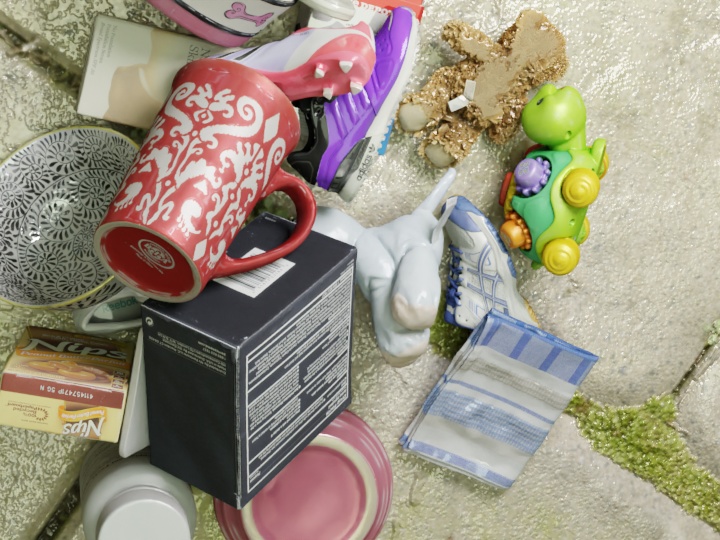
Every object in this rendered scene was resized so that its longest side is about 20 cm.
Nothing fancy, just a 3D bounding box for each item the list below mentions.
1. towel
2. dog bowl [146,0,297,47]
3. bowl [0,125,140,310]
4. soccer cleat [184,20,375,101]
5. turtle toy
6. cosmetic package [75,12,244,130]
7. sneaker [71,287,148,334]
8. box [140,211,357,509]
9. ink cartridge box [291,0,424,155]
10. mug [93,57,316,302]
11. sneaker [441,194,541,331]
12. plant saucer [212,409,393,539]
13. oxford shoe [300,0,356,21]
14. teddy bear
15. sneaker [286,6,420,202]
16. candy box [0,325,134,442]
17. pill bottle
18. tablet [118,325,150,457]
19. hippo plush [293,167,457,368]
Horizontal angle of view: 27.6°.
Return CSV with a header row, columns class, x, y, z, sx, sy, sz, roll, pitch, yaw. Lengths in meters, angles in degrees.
class,x,y,z,sx,sy,sz,roll,pitch,yaw
towel,0.150,0.145,1.596,0.146,0.024,0.200,24,115,-16
dog bowl,-0.159,-0.295,1.405,0.200,0.200,0.074,35,112,-15
bowl,-0.279,-0.034,1.454,0.200,0.201,0.094,-36,148,-4
soccer cleat,-0.080,-0.197,1.414,0.199,0.077,0.067,-5,135,19
turtle toy,0.202,-0.095,1.539,0.101,0.146,0.201,16,110,9
cosmetic package,-0.179,-0.186,1.476,0.199,0.071,0.106,11,98,-13
sneaker,-0.198,0.021,1.501,0.199,0.088,0.076,-25,103,-7
box,-0.106,0.085,1.427,0.200,0.123,0.199,-40,142,-45
ink cartridge box,-0.010,-0.231,1.506,0.116,0.067,0.201,14,97,-14
mug,-0.134,-0.072,1.345,0.177,0.134,0.200,22,54,5
sneaker,0.123,0.019,1.575,0.088,0.075,0.201,-28,104,-5
plant saucer,-0.059,0.243,1.590,0.199,0.051,0.202,-2,101,-11
oxford shoe,-0.066,-0.318,1.429,0.058,0.200,0.075,-49,152,22
teddy bear,0.125,-0.194,1.547,0.145,0.067,0.200,32,97,-15
sneaker,-0.013,-0.176,1.444,0.099,0.070,0.201,22,94,-10
candy box,-0.285,0.108,1.436,0.115,0.200,0.056,11,99,-8
pill bottle,-0.224,0.239,1.476,0.114,0.200,0.115,-2,101,-12
tablet,-0.188,0.107,1.470,0.014,0.200,0.131,12,98,13
hippo plush,0.000,0.000,1.502,0.160,0.159,0.201,11,117,-2
